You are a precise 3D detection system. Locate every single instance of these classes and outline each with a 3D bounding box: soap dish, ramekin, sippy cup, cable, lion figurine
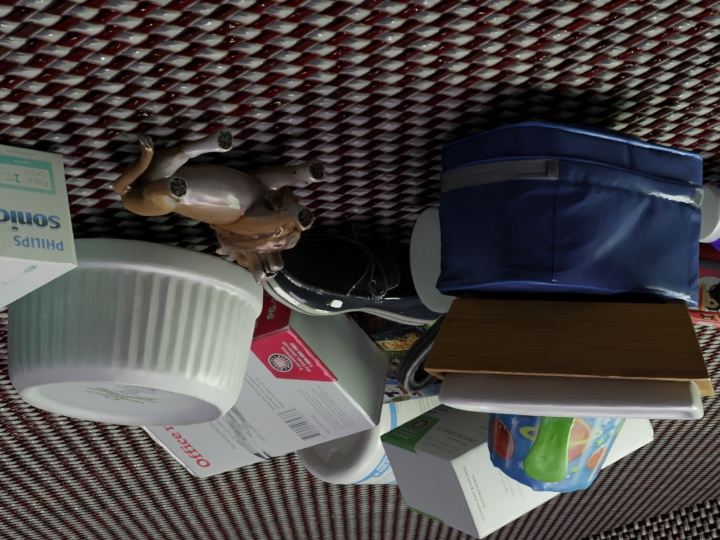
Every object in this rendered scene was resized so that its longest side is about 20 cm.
[{"bbox_3d":[0.157,0.064,1.309,0.200,0.081,0.157,2,173,13],"label":"soap dish"},{"bbox_3d":[-0.179,0.054,1.383,0.200,0.105,0.200,4,163,1],"label":"ramekin"},{"bbox_3d":[0.164,0.108,1.486,0.178,0.140,0.130,-16,129,-42],"label":"sippy cup"},{"bbox_3d":[0.107,0.029,1.536,0.200,0.050,0.097,-47,152,-4],"label":"cable"},{"bbox_3d":[-0.107,-0.052,1.242,0.200,0.073,0.122,23,158,-40],"label":"lion figurine"}]

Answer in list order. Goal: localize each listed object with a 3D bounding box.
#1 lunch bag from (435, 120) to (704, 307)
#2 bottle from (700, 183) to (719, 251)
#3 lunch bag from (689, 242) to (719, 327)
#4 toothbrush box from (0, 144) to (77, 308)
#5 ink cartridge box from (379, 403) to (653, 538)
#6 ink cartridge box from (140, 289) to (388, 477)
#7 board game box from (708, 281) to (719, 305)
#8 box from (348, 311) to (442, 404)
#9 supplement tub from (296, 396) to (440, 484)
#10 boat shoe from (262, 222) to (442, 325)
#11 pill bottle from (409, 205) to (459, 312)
[{"bbox_3d":[0.160,-0.043,1.309,0.200,0.132,0.136,7,173,-34],"label":"lunch bag"},{"bbox_3d":[0.351,-0.043,1.530,0.200,0.084,0.065,2,-164,-40],"label":"bottle"},{"bbox_3d":[0.345,0.020,1.696,0.176,0.082,0.200,7,176,35],"label":"lunch bag"},{"bbox_3d":[-0.306,-0.014,1.181,0.146,0.085,0.200,7,157,-45],"label":"toothbrush box"},{"bbox_3d":[0.142,0.152,1.634,0.200,0.084,0.146,-27,-165,-22],"label":"ink cartridge box"},{"bbox_3d":[-0.099,0.093,1.592,0.200,0.083,0.145,-19,130,28],"label":"ink cartridge box"},{"bbox_3d":[0.396,-0.020,1.508,0.200,0.028,0.135,-47,140,7],"label":"board game box"},{"bbox_3d":[0.028,0.077,1.670,0.200,0.038,0.137,-14,147,44],"label":"box"},{"bbox_3d":[0.034,0.169,1.957,0.132,0.132,0.200,-24,159,38],"label":"supplement tub"},{"bbox_3d":[0.000,0.000,1.458,0.200,0.075,0.062,11,141,-37],"label":"boat shoe"},{"bbox_3d":[0.146,-0.013,1.442,0.200,0.113,0.113,-3,162,-26],"label":"pill bottle"}]
